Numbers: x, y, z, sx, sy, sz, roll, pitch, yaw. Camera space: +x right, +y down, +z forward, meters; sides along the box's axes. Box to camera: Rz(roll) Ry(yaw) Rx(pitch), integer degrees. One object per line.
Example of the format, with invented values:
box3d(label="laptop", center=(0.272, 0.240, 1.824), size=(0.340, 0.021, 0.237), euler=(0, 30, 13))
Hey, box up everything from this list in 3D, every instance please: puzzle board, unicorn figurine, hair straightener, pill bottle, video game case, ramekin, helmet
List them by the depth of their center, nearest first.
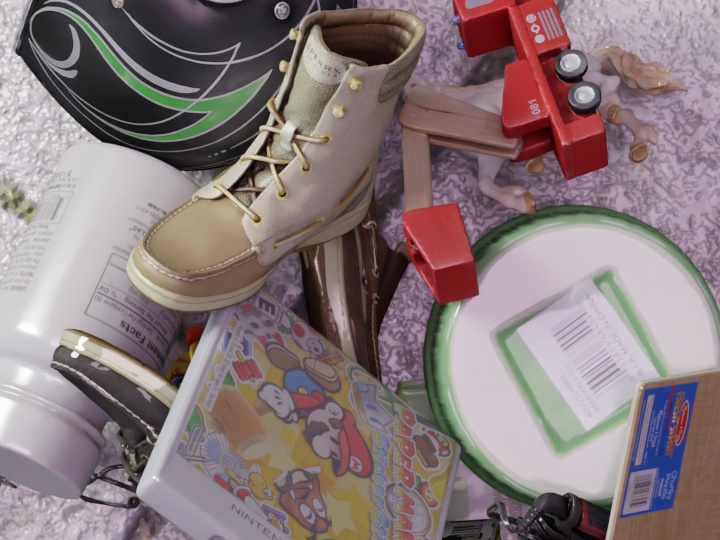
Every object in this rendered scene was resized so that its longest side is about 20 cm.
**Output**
box3d(label="video game case", center=(-0.027, 0.113, 1.146), size=(0.182, 0.201, 0.023), euler=(39, 122, -13))
box3d(label="puzzle board", center=(0.201, 0.151, 1.217), size=(0.150, 0.017, 0.202), euler=(-6, 112, -37))
box3d(label="hair straightener", center=(0.138, 0.172, 1.230), size=(0.077, 0.199, 0.041), euler=(-19, 64, 35))
box3d(label="pill bottle", center=(-0.172, 0.032, 1.241), size=(0.114, 0.114, 0.201), euler=(22, 70, 1))
box3d(label="helmet", center=(-0.102, -0.160, 1.257), size=(0.190, 0.200, 0.201), euler=(28, 87, -7))
box3d(label="ramekin", center=(0.138, 0.056, 1.261), size=(0.198, 0.098, 0.202), euler=(0, 88, 2))
box3d(label="unicorn figurine", center=(0.101, -0.103, 1.306), size=(0.198, 0.138, 0.074), euler=(-11, 129, -22))

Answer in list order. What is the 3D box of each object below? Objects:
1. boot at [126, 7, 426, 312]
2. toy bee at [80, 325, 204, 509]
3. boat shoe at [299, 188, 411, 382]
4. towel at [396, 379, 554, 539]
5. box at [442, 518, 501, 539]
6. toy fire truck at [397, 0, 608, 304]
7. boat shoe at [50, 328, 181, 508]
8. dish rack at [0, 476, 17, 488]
box3d(label="boot", center=(-0.047, -0.069, 1.168), size=(0.072, 0.155, 0.199), euler=(41, 43, 20))
box3d(label="toy bee", center=(-0.090, 0.081, 1.284), size=(0.198, 0.131, 0.110), euler=(0, 62, 10))
box3d(label="boat shoe", center=(0.001, -0.001, 1.307), size=(0.074, 0.075, 0.204), euler=(-10, 88, -10))
box3d(label="towel", center=(0.128, 0.136, 1.319), size=(0.198, 0.031, 0.151), euler=(-6, 86, -1))
box3d(label="box", center=(-0.013, 0.188, 1.262), size=(0.198, 0.110, 0.035), euler=(-5, 92, 8))
box3d(label="toy fire truck", center=(0.076, -0.092, 1.230), size=(0.140, 0.049, 0.201), euler=(-18, 62, -1))
box3d(label="boat shoe", center=(-0.105, 0.112, 1.169), size=(0.200, 0.072, 0.066), euler=(39, 80, -20))
box3d(label="dish rack", center=(-0.287, 0.136, 1.264), size=(0.153, 0.054, 0.201), euler=(37, 73, -31))
